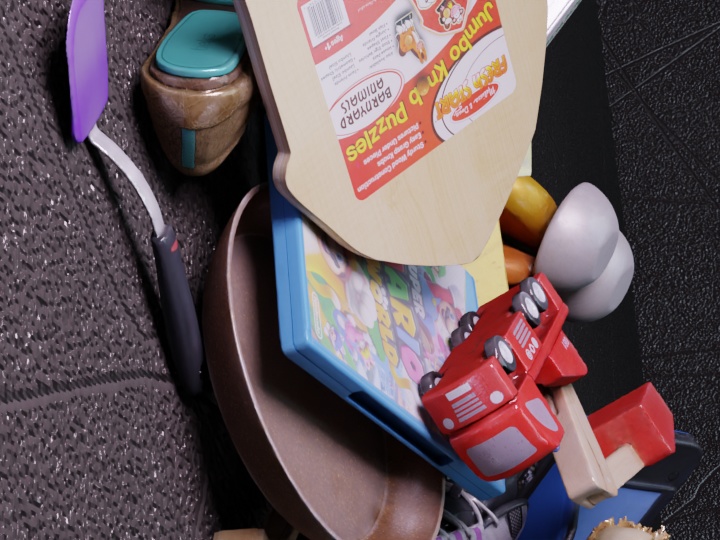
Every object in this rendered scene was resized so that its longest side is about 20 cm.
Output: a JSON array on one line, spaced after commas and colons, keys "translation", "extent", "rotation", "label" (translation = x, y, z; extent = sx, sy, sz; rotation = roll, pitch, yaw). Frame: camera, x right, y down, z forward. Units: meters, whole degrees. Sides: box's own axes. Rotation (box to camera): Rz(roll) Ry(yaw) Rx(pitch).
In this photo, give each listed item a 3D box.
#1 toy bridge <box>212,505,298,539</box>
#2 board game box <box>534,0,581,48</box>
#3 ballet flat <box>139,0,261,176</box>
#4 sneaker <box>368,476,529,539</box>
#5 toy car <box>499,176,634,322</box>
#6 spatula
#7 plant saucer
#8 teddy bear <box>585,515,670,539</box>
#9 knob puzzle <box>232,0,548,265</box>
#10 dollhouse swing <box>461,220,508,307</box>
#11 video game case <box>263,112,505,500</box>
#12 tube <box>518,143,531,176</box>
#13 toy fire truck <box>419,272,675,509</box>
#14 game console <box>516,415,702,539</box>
[{"translation": [-0.042, 0.083, 0.841], "extent": [0.201, 0.027, 0.067], "rotation": [-85, 160, -45], "label": "toy bridge"}, {"translation": [0.041, -0.148, 0.901], "extent": [0.126, 0.200, 0.035], "rotation": [37, -4, 7], "label": "board game box"}, {"translation": [-0.064, -0.109, 0.829], "extent": [0.200, 0.067, 0.073], "rotation": [-76, 173, -56], "label": "ballet flat"}, {"translation": [0.046, 0.137, 0.941], "extent": [0.140, 0.078, 0.200], "rotation": [-56, 159, -15], "label": "sneaker"}, {"translation": [0.099, -0.005, 1.240], "extent": [0.150, 0.174, 0.200], "rotation": [-61, 157, -7], "label": "toy car"}, {"translation": [-0.097, -0.030, 0.715], "extent": [0.057, 0.020, 0.201], "rotation": [-76, 154, -60], "label": "spatula"}, {"translation": [-0.020, 0.055, 0.815], "extent": [0.200, 0.034, 0.201], "rotation": [47, 30, -38], "label": "plant saucer"}, {"translation": [0.136, 0.211, 0.961], "extent": [0.067, 0.145, 0.200], "rotation": [44, -32, 22], "label": "teddy bear"}, {"translation": [0.023, -0.092, 0.824], "extent": [0.219, 0.030, 0.221], "rotation": [-12, 108, -42], "label": "knob puzzle"}, {"translation": [0.000, 0.000, 1.044], "extent": [0.181, 0.176, 0.201], "rotation": [-6, 85, -34], "label": "dollhouse swing"}, {"translation": [0.015, 0.020, 0.858], "extent": [0.200, 0.018, 0.144], "rotation": [41, 34, -47], "label": "video game case"}, {"translation": [0.078, -0.151, 0.975], "extent": [0.052, 0.058, 0.201], "rotation": [-70, 162, -77], "label": "tube"}, {"translation": [0.108, 0.078, 0.900], "extent": [0.141, 0.049, 0.200], "rotation": [56, 24, -7], "label": "toy fire truck"}, {"translation": [0.126, 0.202, 1.049], "extent": [0.170, 0.200, 0.119], "rotation": [12, 35, -31], "label": "game console"}]
